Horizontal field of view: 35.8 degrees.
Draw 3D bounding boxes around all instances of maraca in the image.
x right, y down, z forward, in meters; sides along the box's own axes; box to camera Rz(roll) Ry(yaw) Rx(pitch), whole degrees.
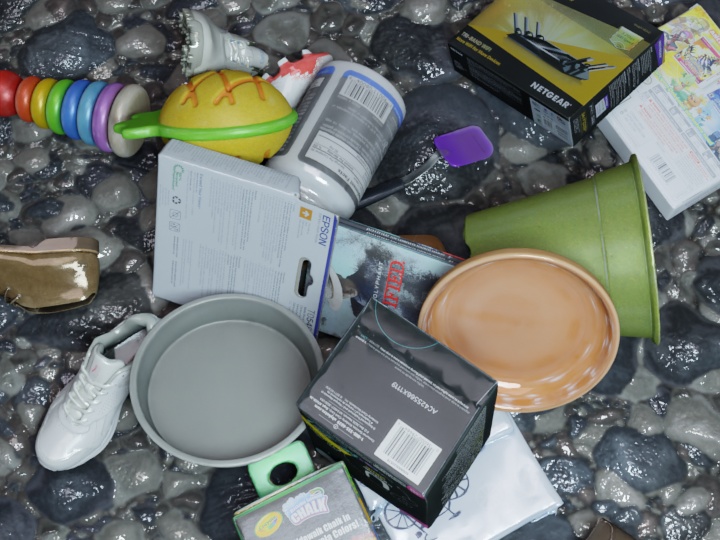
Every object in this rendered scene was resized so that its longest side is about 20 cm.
[{"bbox_3d":[-0.165,-0.160,1.201,0.198,0.137,0.108,1,107,15],"label":"maraca"}]

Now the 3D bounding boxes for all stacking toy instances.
[{"bbox_3d":[-0.351,-0.194,1.303,0.198,0.085,0.086,14,72,10],"label":"stacking toy"}]

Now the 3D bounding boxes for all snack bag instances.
[{"bbox_3d":[0.088,0.208,1.186,0.188,0.021,0.201,-27,73,-9],"label":"snack bag"}]

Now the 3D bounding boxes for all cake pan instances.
[{"bbox_3d":[-0.136,0.116,1.148,0.198,0.037,0.202,1,55,-1],"label":"cake pan"}]

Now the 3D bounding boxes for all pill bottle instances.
[{"bbox_3d":[-0.039,-0.124,1.248,0.113,0.114,0.201,25,70,9],"label":"pill bottle"}]

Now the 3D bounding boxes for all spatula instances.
[{"bbox_3d":[0.061,-0.112,1.294,0.199,0.021,0.057,-29,54,-4],"label":"spatula"}]

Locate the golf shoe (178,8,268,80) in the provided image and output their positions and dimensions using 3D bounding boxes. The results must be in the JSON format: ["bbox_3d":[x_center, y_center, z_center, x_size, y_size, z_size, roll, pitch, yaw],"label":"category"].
[{"bbox_3d":[-0.153,-0.249,1.254,0.096,0.200,0.079,-2,93,-2],"label":"golf shoe"}]

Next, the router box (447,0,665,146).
[{"bbox_3d":[0.225,-0.253,1.293,0.157,0.052,0.200,-42,56,-12],"label":"router box"}]

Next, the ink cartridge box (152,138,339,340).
[{"bbox_3d":[-0.122,-0.025,1.183,0.198,0.201,0.041,19,41,7],"label":"ink cartridge box"}]

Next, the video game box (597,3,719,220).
[{"bbox_3d":[0.377,-0.187,1.304,0.181,0.047,0.201,-30,73,-6],"label":"video game box"}]

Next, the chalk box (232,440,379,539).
[{"bbox_3d":[-0.046,0.274,1.113,0.124,0.124,0.201,-24,71,-6],"label":"chalk box"}]

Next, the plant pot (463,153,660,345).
[{"bbox_3d":[0.210,-0.009,1.187,0.188,0.200,0.202,-8,70,11],"label":"plant pot"}]

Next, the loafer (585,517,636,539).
[{"bbox_3d":[0.196,0.323,1.126,0.199,0.073,0.071,-32,63,-15],"label":"loafer"}]

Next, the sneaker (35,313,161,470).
[{"bbox_3d":[-0.280,0.119,1.180,0.078,0.099,0.201,32,74,12],"label":"sneaker"}]

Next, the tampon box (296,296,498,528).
[{"bbox_3d":[0.038,0.146,1.091,0.149,0.200,0.127,33,74,16],"label":"tampon box"}]

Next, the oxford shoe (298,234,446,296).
[{"bbox_3d":[0.000,0.000,1.246,0.198,0.072,0.072,-7,40,2],"label":"oxford shoe"}]

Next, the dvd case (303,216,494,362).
[{"bbox_3d":[0.037,0.030,1.175,0.199,0.147,0.022,21,38,12],"label":"dvd case"}]

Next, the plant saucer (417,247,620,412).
[{"bbox_3d":[0.157,0.057,1.113,0.198,0.201,0.038,7,37,3],"label":"plant saucer"}]

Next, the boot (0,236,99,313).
[{"bbox_3d":[-0.389,0.011,1.239,0.198,0.074,0.076,-5,81,-3],"label":"boot"}]

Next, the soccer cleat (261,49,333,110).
[{"bbox_3d":[-0.104,-0.180,1.302,0.199,0.069,0.085,-37,88,-11],"label":"soccer cleat"}]
